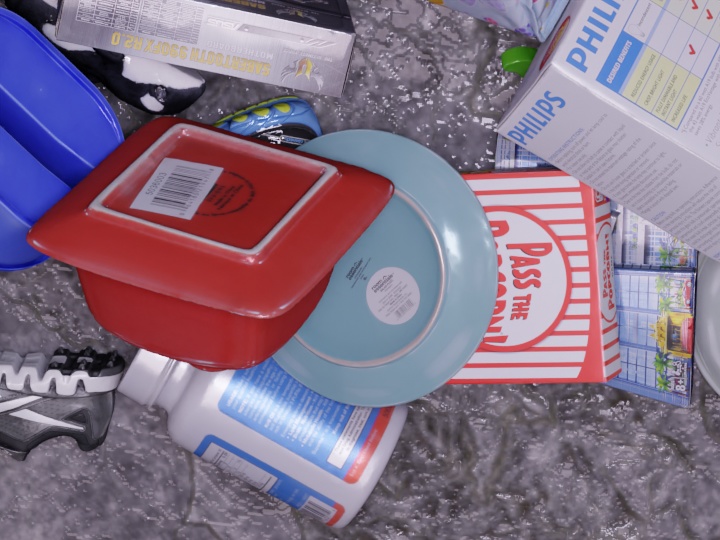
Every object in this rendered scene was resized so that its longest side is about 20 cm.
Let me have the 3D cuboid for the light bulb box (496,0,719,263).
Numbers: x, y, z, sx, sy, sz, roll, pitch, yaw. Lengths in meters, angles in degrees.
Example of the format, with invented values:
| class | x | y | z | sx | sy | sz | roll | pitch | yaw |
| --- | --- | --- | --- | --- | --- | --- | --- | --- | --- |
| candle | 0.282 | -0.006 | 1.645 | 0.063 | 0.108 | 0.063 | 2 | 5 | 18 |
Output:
| class | x | y | z | sx | sy | sz | roll | pitch | yaw |
| --- | --- | --- | --- | --- | --- | --- | --- | --- | --- |
| light bulb box | 0.231 | -0.141 | 1.649 | 0.200 | 0.125 | 0.199 | 31 | 67 | -5 |

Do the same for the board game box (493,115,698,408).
| class | x | y | z | sx | sy | sz | roll | pitch | yaw |
| --- | --- | --- | --- | --- | --- | --- | --- | --- | --- |
| board game box | 0.147 | -0.008 | 1.777 | 0.199 | 0.062 | 0.201 | 2 | 106 | 10 |

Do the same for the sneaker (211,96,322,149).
| class | x | y | z | sx | sy | sz | roll | pitch | yaw |
| --- | --- | --- | --- | --- | --- | --- | --- | --- | --- |
| sneaker | -0.118 | -0.060 | 1.786 | 0.199 | 0.071 | 0.083 | -20 | 99 | 9 |

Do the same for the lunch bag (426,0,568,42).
| class | x | y | z | sx | sy | sz | roll | pitch | yaw |
| --- | --- | --- | --- | --- | --- | --- | --- | --- | --- |
| lunch bag | 0.089 | -0.277 | 1.634 | 0.169 | 0.127 | 0.200 | 21 | 77 | 25 |

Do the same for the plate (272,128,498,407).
| class | x | y | z | sx | sy | sz | roll | pitch | yaw |
| --- | --- | --- | --- | --- | --- | --- | --- | --- | --- |
| plate | 0.000 | 0.000 | 1.727 | 0.200 | 0.026 | 0.201 | 3 | 97 | 21 |

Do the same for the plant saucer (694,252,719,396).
| class | x | y | z | sx | sy | sz | roll | pitch | yaw |
| --- | --- | --- | --- | --- | --- | --- | --- | --- | --- |
| plant saucer | 0.338 | 0.034 | 1.786 | 0.199 | 0.050 | 0.201 | 2 | 108 | 5 |

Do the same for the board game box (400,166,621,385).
| class | x | y | z | sx | sy | sz | roll | pitch | yaw |
| --- | --- | --- | --- | --- | --- | --- | --- | --- | --- |
| board game box | 0.081 | 0.004 | 1.735 | 0.199 | 0.046 | 0.152 | -2 | 96 | 21 |

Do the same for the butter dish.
| class | x | y | z | sx | sy | sz | roll | pitch | yaw |
| --- | --- | --- | --- | --- | --- | --- | --- | --- | --- |
| butter dish | -0.102 | 0.003 | 1.676 | 0.199 | 0.200 | 0.148 | 17 | 127 | 19 |

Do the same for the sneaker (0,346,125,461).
| class | x | y | z | sx | sy | sz | roll | pitch | yaw |
| --- | --- | --- | --- | --- | --- | --- | --- | --- | --- |
| sneaker | -0.280 | 0.102 | 1.858 | 0.199 | 0.066 | 0.091 | 4 | 106 | 2 |

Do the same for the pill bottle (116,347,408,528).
| class | x | y | z | sx | sy | sz | roll | pitch | yaw |
| --- | --- | --- | --- | --- | --- | --- | --- | --- | --- |
| pill bottle | -0.075 | 0.100 | 1.814 | 0.200 | 0.112 | 0.112 | 29 | 109 | -5 |

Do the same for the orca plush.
| class | x | y | z | sx | sy | sz | roll | pitch | yaw |
| --- | --- | --- | --- | --- | --- | --- | --- | --- | --- |
| orca plush | -0.212 | -0.159 | 1.734 | 0.200 | 0.105 | 0.071 | 28 | 106 | -19 |

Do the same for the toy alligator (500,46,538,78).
| class | x | y | z | sx | sy | sz | roll | pitch | yaw |
| --- | --- | --- | --- | --- | --- | --- | --- | --- | --- |
| toy alligator | 0.195 | -0.136 | 1.744 | 0.199 | 0.059 | 0.054 | 0 | 145 | -11 |

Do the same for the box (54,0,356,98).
| class | x | y | z | sx | sy | sz | roll | pitch | yaw |
| --- | --- | --- | --- | --- | --- | --- | --- | --- | --- |
| box | -0.108 | -0.183 | 1.682 | 0.199 | 0.158 | 0.048 | 11 | 111 | -10 |

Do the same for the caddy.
| class | x | y | z | sx | sy | sz | roll | pitch | yaw |
| --- | --- | --- | --- | --- | --- | --- | --- | --- | --- |
| caddy | -0.264 | -0.092 | 1.706 | 0.105 | 0.142 | 0.200 | -18 | 126 | 44 |
